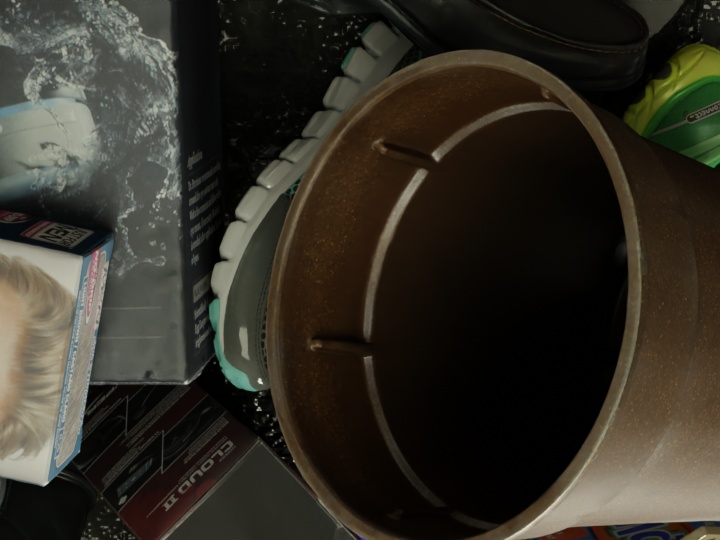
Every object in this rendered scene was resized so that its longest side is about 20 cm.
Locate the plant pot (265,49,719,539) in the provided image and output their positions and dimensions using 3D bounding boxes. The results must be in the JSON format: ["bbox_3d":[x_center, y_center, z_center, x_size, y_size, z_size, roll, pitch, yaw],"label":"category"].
[{"bbox_3d":[0.100,0.025,0.967,0.198,0.200,0.200,11,127,-43],"label":"plant pot"}]

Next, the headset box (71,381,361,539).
[{"bbox_3d":[-0.055,0.132,1.132,0.077,0.200,0.149,-45,115,-6],"label":"headset box"}]

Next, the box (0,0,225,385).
[{"bbox_3d":[-0.166,-0.054,1.032,0.196,0.117,0.201,-1,99,6],"label":"box"}]

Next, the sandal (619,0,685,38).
[{"bbox_3d":[0.141,-0.188,1.029,0.075,0.045,0.200,17,120,-10],"label":"sandal"}]

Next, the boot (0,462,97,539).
[{"bbox_3d":[-0.228,0.151,1.167,0.198,0.163,0.073,15,144,-10],"label":"boot"}]

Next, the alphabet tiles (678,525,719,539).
[{"bbox_3d":[0.107,0.169,1.090,0.200,0.006,0.166,-36,155,27],"label":"alphabet tiles"}]

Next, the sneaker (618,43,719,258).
[{"bbox_3d":[0.137,-0.011,1.110,0.083,0.074,0.200,34,119,11],"label":"sneaker"}]

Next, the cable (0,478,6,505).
[{"bbox_3d":[-0.266,0.117,1.124,0.163,0.200,0.051,28,164,28],"label":"cable"}]

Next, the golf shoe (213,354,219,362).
[{"bbox_3d":[0.000,0.000,1.118,0.200,0.095,0.078,-33,117,20],"label":"golf shoe"}]

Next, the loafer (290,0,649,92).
[{"bbox_3d":[0.041,-0.139,1.033,0.200,0.073,0.072,19,128,-5],"label":"loafer"}]

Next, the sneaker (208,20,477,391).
[{"bbox_3d":[0.007,-0.027,1.043,0.091,0.200,0.078,24,164,28],"label":"sneaker"}]

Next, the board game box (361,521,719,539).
[{"bbox_3d":[0.110,0.137,1.178,0.200,0.045,0.152,-14,133,29],"label":"board game box"}]

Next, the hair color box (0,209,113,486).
[{"bbox_3d":[-0.211,0.016,0.958,0.199,0.061,0.100,11,101,4],"label":"hair color box"}]
